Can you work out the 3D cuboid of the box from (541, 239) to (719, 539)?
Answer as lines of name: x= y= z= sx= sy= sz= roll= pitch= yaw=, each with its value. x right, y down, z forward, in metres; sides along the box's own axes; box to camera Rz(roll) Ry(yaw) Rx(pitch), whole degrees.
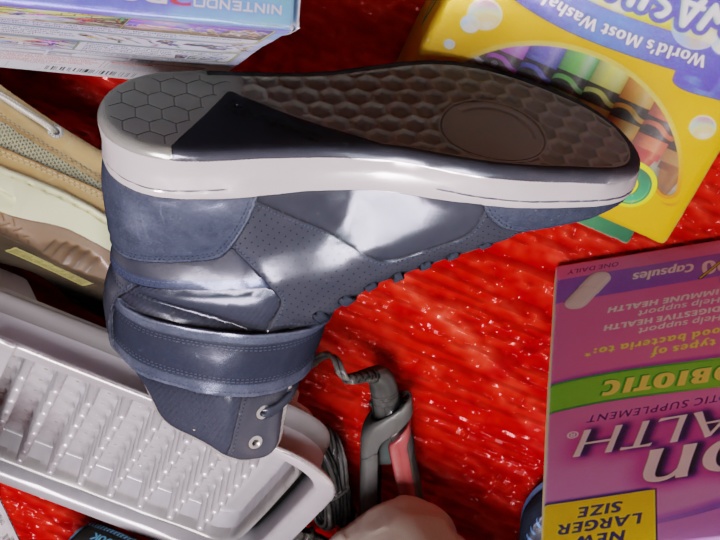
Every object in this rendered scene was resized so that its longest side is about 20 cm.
box: x=0.166 y=0.076 z=0.901 sx=0.174 sy=0.201 sz=0.097 roll=-9 pitch=122 yaw=13

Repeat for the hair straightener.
hair straightener: x=-0.005 y=0.117 z=1.040 sx=0.076 sy=0.041 sz=0.201 roll=-4 pitch=127 yaw=9

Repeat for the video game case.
video game case: x=-0.134 y=-0.104 z=0.815 sx=0.198 sy=0.181 sz=0.046 roll=4 pitch=89 yaw=-13

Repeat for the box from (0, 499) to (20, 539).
box: x=-0.245 y=0.034 z=0.946 sx=0.192 sy=0.047 sz=0.201 roll=19 pitch=140 yaw=39

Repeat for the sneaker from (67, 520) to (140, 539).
sneaker: x=-0.107 y=0.201 z=1.105 sx=0.081 sy=0.073 sz=0.201 roll=27 pitch=130 yaw=23

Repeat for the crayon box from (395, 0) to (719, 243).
crayon box: x=0.093 y=-0.097 z=0.886 sx=0.125 sy=0.052 sz=0.201 roll=22 pitch=123 yaw=-7

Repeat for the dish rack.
dish rack: x=-0.112 y=0.061 z=0.984 sx=0.199 sy=0.044 sz=0.172 roll=23 pitch=154 yaw=-8

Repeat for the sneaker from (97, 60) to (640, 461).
sneaker: x=-0.001 y=-0.001 z=0.876 sx=0.200 sy=0.077 sz=0.147 roll=1 pitch=125 yaw=-7

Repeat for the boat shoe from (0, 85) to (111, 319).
boat shoe: x=-0.096 y=-0.025 z=0.945 sx=0.199 sy=0.077 sz=0.071 roll=30 pitch=158 yaw=-35

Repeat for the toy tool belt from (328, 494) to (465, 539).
toy tool belt: x=0.058 y=0.195 z=1.004 sx=0.200 sy=0.123 sz=0.125 roll=36 pitch=98 yaw=-34

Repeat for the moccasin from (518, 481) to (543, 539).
moccasin: x=0.168 y=0.126 z=1.011 sx=0.198 sy=0.068 sz=0.081 roll=2 pitch=123 yaw=6
